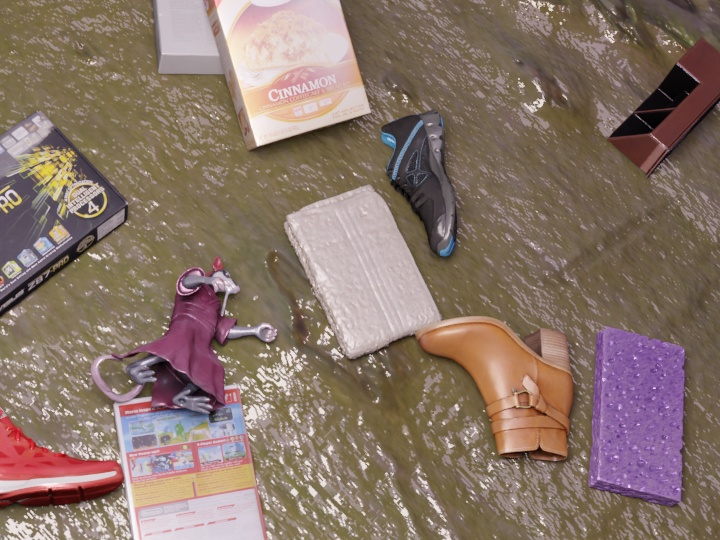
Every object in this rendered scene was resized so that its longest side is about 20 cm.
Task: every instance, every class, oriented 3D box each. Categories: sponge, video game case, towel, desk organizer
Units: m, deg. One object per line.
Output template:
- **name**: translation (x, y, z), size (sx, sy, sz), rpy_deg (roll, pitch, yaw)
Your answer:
- **sponge**: translation (0.337, 0.175, 1.466), size (0.110, 0.030, 0.202), rpy_deg (14, 63, -9)
- **video game case**: translation (-0.184, 0.230, 1.306), size (0.141, 0.017, 0.202), rpy_deg (-6, 68, -18)
- **towel**: translation (0.000, 0.000, 1.453), size (0.131, 0.035, 0.202), rpy_deg (-19, 73, -21)
- **desk organizer**: translation (0.432, -0.226, 1.652), size (0.077, 0.072, 0.200), rpy_deg (42, 62, 9)

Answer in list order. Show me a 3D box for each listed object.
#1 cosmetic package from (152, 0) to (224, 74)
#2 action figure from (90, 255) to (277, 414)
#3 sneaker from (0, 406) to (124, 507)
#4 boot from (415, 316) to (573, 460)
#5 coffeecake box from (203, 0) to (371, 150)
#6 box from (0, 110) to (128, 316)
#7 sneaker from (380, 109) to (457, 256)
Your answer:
- **cosmetic package**: translation (-0.165, -0.328, 1.546), size (0.197, 0.052, 0.153), rpy_deg (-1, 69, -16)
- **action figure**: translation (-0.188, 0.070, 1.348), size (0.147, 0.135, 0.201), rpy_deg (-12, 41, 21)
- **sneaker**: translation (-0.348, 0.182, 1.251), size (0.197, 0.078, 0.117), rpy_deg (-1, 68, -17)
- **boot**: translation (0.159, 0.140, 1.412), size (0.197, 0.074, 0.157), rpy_deg (7, 69, -9)
- **coffeecake box**: translation (-0.091, -0.267, 1.476), size (0.152, 0.073, 0.202), rpy_deg (-18, 95, -14)
- **box**: translation (-0.389, -0.065, 1.367), size (0.161, 0.049, 0.200), rpy_deg (44, 64, 11)
- **sneaker**: translation (0.075, -0.104, 1.509), size (0.081, 0.073, 0.202), rpy_deg (-8, 62, -1)
